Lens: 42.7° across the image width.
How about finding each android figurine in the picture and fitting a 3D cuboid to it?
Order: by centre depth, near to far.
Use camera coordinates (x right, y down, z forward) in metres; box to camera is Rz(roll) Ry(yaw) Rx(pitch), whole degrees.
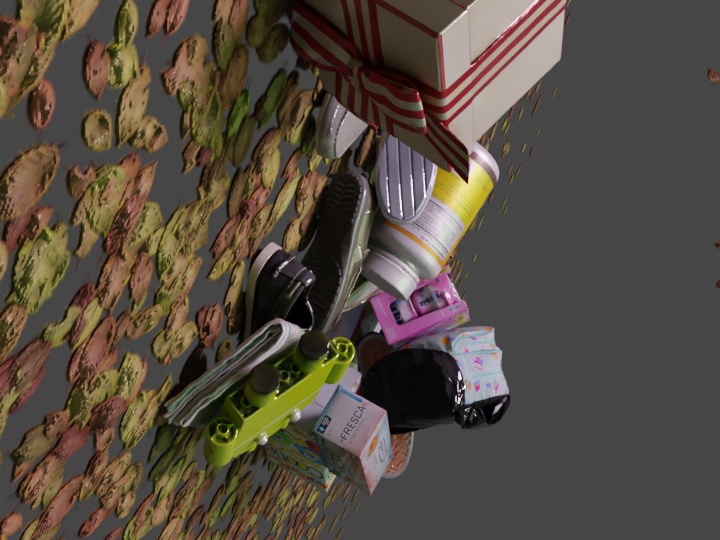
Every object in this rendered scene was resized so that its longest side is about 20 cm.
[{"bbox_3d":[-0.087,0.133,0.945,0.181,0.041,0.201,-33,163,-30],"label":"android figurine"}]

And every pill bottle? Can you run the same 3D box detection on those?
[{"bbox_3d":[0.078,-0.068,1.128,0.201,0.109,0.109,-56,165,-9],"label":"pill bottle"}]

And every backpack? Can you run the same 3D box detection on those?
[{"bbox_3d":[0.115,0.141,1.210,0.199,0.165,0.129,-4,88,-52],"label":"backpack"}]

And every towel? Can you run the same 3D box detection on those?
[{"bbox_3d":[-0.110,0.117,0.957,0.149,0.031,0.200,-38,164,0],"label":"towel"}]

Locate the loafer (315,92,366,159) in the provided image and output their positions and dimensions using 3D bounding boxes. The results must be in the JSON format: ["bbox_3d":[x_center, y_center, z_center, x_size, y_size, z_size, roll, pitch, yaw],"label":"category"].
[{"bbox_3d":[0.017,-0.191,0.951,0.201,0.069,0.070,-60,165,-24],"label":"loafer"}]

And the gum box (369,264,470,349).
[{"bbox_3d":[0.085,0.054,1.258,0.112,0.067,0.200,-25,170,4],"label":"gum box"}]

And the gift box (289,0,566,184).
[{"bbox_3d":[0.062,-0.200,0.776,0.187,0.184,0.201,-43,147,-18],"label":"gift box"}]

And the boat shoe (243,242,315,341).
[{"bbox_3d":[-0.086,0.059,0.999,0.072,0.067,0.201,-58,166,-39],"label":"boat shoe"}]

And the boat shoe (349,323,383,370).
[{"bbox_3d":[0.018,0.117,1.491,0.202,0.064,0.075,-54,163,-41],"label":"boat shoe"}]

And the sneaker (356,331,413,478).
[{"bbox_3d":[0.034,0.185,1.296,0.080,0.070,0.203,-11,95,-89],"label":"sneaker"}]

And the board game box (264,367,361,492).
[{"bbox_3d":[-0.066,0.198,1.229,0.104,0.104,0.201,-57,163,-27],"label":"board game box"}]

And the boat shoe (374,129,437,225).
[{"bbox_3d":[0.055,-0.149,1.073,0.062,0.071,0.203,78,16,-79],"label":"boat shoe"}]

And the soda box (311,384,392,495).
[{"bbox_3d":[-0.006,0.209,1.114,0.064,0.068,0.201,-58,164,-21],"label":"soda box"}]

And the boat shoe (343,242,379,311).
[{"bbox_3d":[0.000,0.000,1.199,0.199,0.075,0.068,-26,164,-42],"label":"boat shoe"}]

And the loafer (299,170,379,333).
[{"bbox_3d":[-0.021,-0.013,1.072,0.069,0.075,0.202,6,108,-53],"label":"loafer"}]

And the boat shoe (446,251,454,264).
[{"bbox_3d":[0.095,-0.003,1.354,0.200,0.071,0.069,41,69,-77],"label":"boat shoe"}]

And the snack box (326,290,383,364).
[{"bbox_3d":[0.007,0.027,1.321,0.142,0.052,0.202,55,59,-77],"label":"snack box"}]

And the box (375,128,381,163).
[{"bbox_3d":[0.085,-0.224,1.201,0.201,0.050,0.075,-60,165,-20],"label":"box"}]
